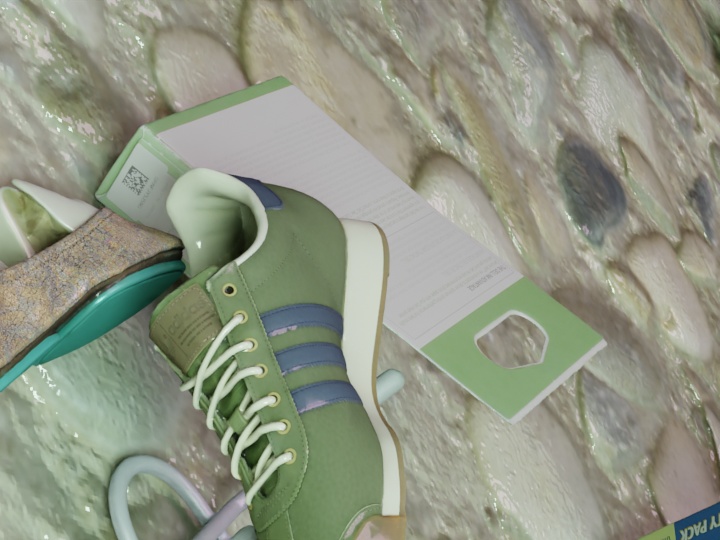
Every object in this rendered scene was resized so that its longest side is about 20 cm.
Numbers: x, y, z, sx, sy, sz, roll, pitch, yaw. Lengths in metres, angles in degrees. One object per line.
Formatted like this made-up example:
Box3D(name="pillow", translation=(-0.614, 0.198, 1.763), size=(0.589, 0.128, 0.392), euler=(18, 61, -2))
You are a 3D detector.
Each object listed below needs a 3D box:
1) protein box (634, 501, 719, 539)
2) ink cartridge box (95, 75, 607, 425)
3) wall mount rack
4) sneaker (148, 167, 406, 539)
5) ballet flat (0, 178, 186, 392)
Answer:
Box3D(name="protein box", translation=(0.245, 0.243, 1.164), size=(0.200, 0.134, 0.200), euler=(38, 35, -39))
Box3D(name="ink cartridge box", translation=(0.000, 0.000, 0.988), size=(0.200, 0.048, 0.145), euler=(41, 24, 9))
Box3D(name="wall mount rack", translation=(-0.005, 0.134, 0.889), size=(0.201, 0.074, 0.174), euler=(56, 27, -5))
Box3D(name="sneaker", translation=(-0.039, 0.041, 0.808), size=(0.090, 0.067, 0.201), euler=(27, 38, -25))
Box3D(name="ballet flat", translation=(-0.126, 0.004, 0.820), size=(0.067, 0.068, 0.200), euler=(52, 25, 0))
